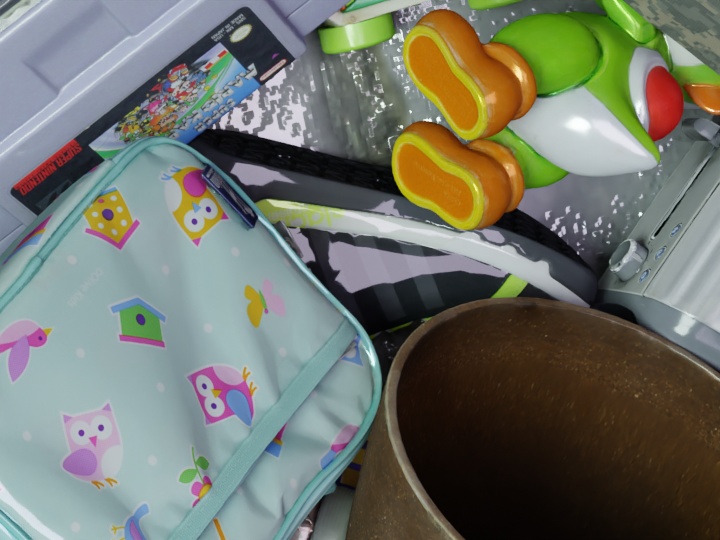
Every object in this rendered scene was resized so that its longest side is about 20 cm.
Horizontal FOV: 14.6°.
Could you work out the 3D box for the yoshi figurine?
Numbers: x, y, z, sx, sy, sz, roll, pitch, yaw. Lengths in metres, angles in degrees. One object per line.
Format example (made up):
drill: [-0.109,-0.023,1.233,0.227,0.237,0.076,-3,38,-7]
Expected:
yoshi figurine: [0.096,-0.101,1.187,0.199,0.112,0.113,-25,98,-31]

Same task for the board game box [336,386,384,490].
board game box: [0.029,0.114,1.234,0.199,0.030,0.096,28,88,-14]

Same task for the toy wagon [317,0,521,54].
toy wagon: [0.034,-0.186,1.195,0.199,0.040,0.156,-17,101,-13]

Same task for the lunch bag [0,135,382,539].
lunch bag: [-0.083,0.055,1.081,0.160,0.077,0.200,46,51,-10]

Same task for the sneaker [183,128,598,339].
sneaker: [0.000,0.000,1.199,0.199,0.072,0.083,15,104,-11]

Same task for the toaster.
toaster: [0.208,0.012,1.229,0.199,0.114,0.130,31,85,-15]

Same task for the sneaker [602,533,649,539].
sneaker: [0.157,0.173,1.251,0.090,0.078,0.201,-40,123,-55]

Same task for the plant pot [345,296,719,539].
plant pot: [0.062,0.147,1.143,0.186,0.188,0.201,13,128,-17]

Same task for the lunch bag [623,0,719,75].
lunch bag: [0.193,-0.175,1.122,0.164,0.118,0.201,36,74,-11]

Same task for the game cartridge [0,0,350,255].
game cartridge: [-0.102,-0.081,1.112,0.200,0.038,0.130,-38,146,5]

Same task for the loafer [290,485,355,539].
loafer: [-0.054,0.177,1.192,0.063,0.072,0.201,18,103,4]
